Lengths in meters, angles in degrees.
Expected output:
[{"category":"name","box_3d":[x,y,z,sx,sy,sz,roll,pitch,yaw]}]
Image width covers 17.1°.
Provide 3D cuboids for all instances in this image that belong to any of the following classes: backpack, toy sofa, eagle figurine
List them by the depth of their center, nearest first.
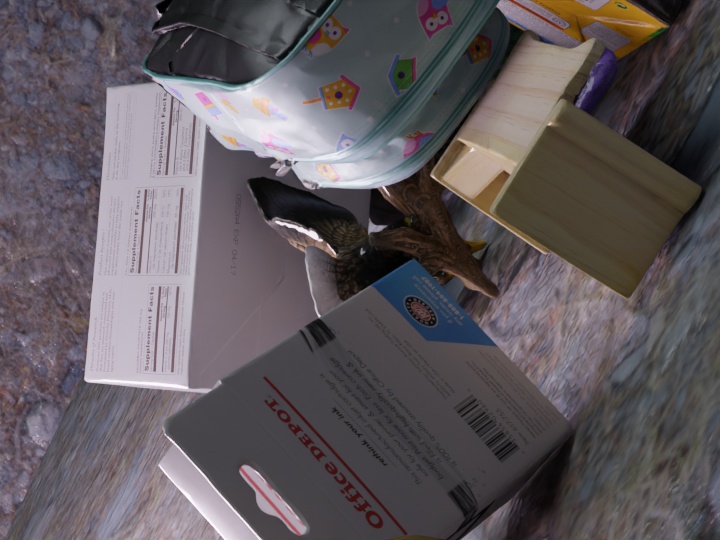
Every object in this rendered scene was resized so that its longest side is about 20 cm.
[{"category":"toy sofa","box_3d":[0.107,-0.058,1.213,0.098,0.083,0.200,-57,10,1]},{"category":"backpack","box_3d":[-0.008,-0.135,1.317,0.176,0.153,0.200,-52,18,-10]},{"category":"eagle figurine","box_3d":[0.007,0.001,1.466,0.200,0.151,0.152,-23,49,58]}]

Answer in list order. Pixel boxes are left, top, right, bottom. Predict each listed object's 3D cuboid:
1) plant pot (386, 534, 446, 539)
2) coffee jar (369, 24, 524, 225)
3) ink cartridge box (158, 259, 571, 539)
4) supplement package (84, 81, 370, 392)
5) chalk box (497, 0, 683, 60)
[{"category":"plant pot","box_3d":[-0.006,0.200,0.900,0.200,0.186,0.186,-51,0,-45]},{"category":"coffee jar","box_3d":[0.045,-0.130,1.656,0.085,0.104,0.200,-7,-43,-49]},{"category":"ink cartridge box","box_3d":[-0.007,0.088,1.085,0.200,0.116,0.068,-31,-16,-49]},{"category":"supplement package","box_3d":[-0.086,-0.017,1.607,0.111,0.155,0.201,1,85,45]},{"category":"chalk box","box_3d":[0.147,-0.240,1.388,0.200,0.124,0.124,-64,10,-15]}]
